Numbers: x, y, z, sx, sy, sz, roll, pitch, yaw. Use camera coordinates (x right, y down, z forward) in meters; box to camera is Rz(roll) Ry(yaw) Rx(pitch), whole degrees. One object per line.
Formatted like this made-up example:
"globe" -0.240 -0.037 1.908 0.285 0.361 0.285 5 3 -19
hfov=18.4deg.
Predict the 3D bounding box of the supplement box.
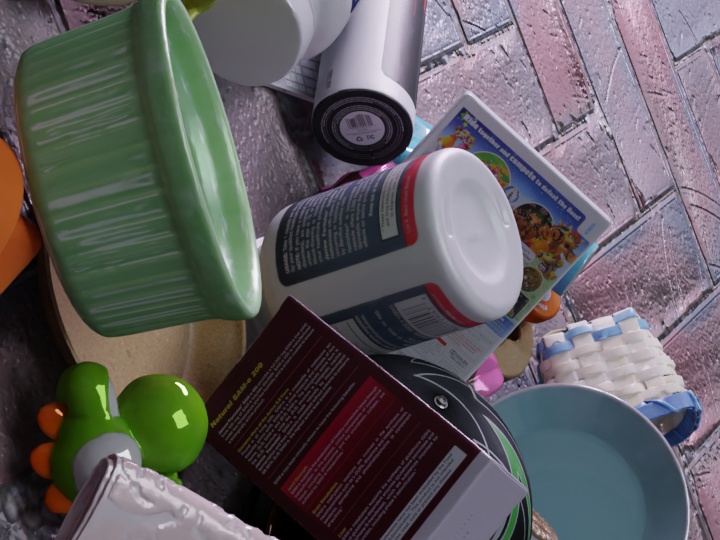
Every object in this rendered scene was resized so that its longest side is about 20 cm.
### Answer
"supplement box" -0.004 0.116 1.388 0.200 0.109 0.061 38 -2 37

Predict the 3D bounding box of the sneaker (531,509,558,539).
"sneaker" 0.037 0.173 1.634 0.200 0.109 0.070 40 12 7

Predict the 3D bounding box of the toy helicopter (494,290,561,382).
"toy helicopter" 0.063 0.016 1.770 0.200 0.079 0.133 44 49 -22

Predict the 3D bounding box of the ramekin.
"ramekin" -0.132 -0.057 1.321 0.200 0.097 0.202 -15 90 -85

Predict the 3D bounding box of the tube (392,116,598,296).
"tube" 0.097 -0.059 1.782 0.199 0.051 0.077 37 26 6

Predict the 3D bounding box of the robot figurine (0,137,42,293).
"robot figurine" -0.264 -0.054 1.218 0.200 0.116 0.145 41 43 -41

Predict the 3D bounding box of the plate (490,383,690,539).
"plate" 0.154 0.187 1.721 0.026 0.198 0.202 81 4 -71

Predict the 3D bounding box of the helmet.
"helmet" 0.024 0.160 1.502 0.200 0.199 0.192 45 54 -37

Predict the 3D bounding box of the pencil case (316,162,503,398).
"pencil case" 0.028 0.017 1.680 0.201 0.090 0.094 65 -12 -12

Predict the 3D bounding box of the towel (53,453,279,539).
"towel" -0.111 0.226 1.268 0.199 0.032 0.192 32 89 -30

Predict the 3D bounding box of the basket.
"basket" 0.218 0.147 1.838 0.177 0.138 0.201 72 -6 -70

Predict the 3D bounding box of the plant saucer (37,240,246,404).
"plant saucer" -0.148 0.016 1.445 0.200 0.035 0.202 33 48 -46

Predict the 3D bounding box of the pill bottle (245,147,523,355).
"pill bottle" 0.000 0.000 1.530 0.119 0.199 0.121 33 48 -47

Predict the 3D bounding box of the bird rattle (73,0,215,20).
"bird rattle" -0.168 -0.243 1.492 0.162 0.112 0.202 -3 73 -41

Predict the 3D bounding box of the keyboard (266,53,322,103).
"keyboard" -0.029 -0.155 1.745 0.199 0.011 0.057 14 63 -55

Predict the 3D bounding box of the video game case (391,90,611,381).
"video game case" 0.063 -0.009 1.615 0.143 0.200 0.018 41 12 -8

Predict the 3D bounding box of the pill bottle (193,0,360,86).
"pill bottle" -0.053 -0.222 1.632 0.120 0.119 0.200 59 32 -21

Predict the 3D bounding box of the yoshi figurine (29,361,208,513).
"yoshi figurine" -0.122 0.148 1.340 0.112 0.112 0.202 -15 92 -58

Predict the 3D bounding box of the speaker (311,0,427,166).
"speaker" 0.009 -0.179 1.739 0.081 0.081 0.201 48 34 -34
